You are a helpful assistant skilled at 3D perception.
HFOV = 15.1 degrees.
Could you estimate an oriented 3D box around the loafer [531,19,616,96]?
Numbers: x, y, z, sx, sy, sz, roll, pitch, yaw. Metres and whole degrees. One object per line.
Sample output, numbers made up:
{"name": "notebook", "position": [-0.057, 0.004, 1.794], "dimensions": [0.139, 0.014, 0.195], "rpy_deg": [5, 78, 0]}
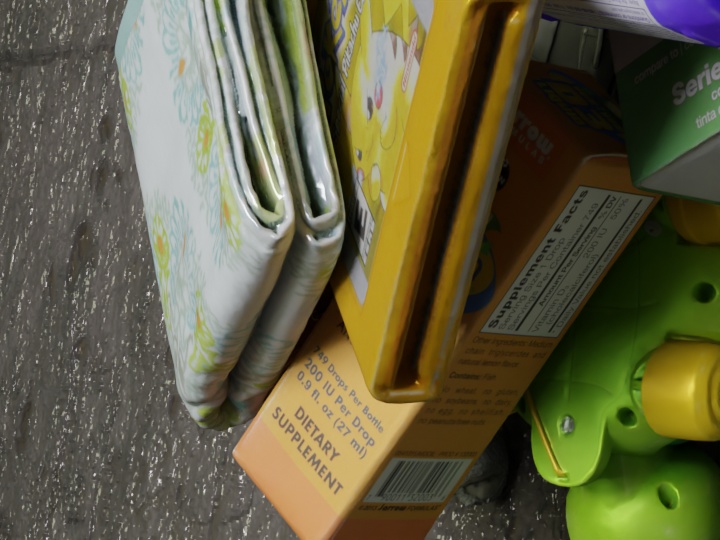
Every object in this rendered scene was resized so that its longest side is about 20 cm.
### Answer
{"name": "loafer", "position": [0.126, -0.167, 1.156], "dimensions": [0.070, 0.070, 0.201], "rpy_deg": [31, 106, 13]}

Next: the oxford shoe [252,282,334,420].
{"name": "oxford shoe", "position": [0.000, 0.000, 1.110], "dimensions": [0.071, 0.071, 0.201], "rpy_deg": [-87, 10, -62]}

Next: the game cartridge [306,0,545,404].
{"name": "game cartridge", "position": [0.006, -0.082, 0.977], "dimensions": [0.200, 0.032, 0.177], "rpy_deg": [-114, 29, -47]}

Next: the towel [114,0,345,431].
{"name": "towel", "position": [-0.055, -0.050, 1.052], "dimensions": [0.200, 0.048, 0.172], "rpy_deg": [118, 146, -65]}

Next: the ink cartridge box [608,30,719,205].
{"name": "ink cartridge box", "position": [0.165, -0.125, 1.000], "dimensions": [0.084, 0.144, 0.201], "rpy_deg": [-33, 55, 49]}

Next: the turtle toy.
{"name": "turtle toy", "position": [0.111, 0.031, 1.083], "dimensions": [0.145, 0.101, 0.201], "rpy_deg": [6, 89, 43]}

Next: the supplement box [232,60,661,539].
{"name": "supplement box", "position": [0.035, 0.016, 1.042], "dimensions": [0.067, 0.069, 0.200], "rpy_deg": [47, 114, 33]}

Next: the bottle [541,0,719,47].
{"name": "bottle", "position": [0.080, -0.126, 0.934], "dimensions": [0.200, 0.065, 0.084], "rpy_deg": [20, 93, 58]}

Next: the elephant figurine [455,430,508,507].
{"name": "elephant figurine", "position": [0.006, -0.018, 1.236], "dimensions": [0.141, 0.200, 0.156], "rpy_deg": [14, 62, 47]}
